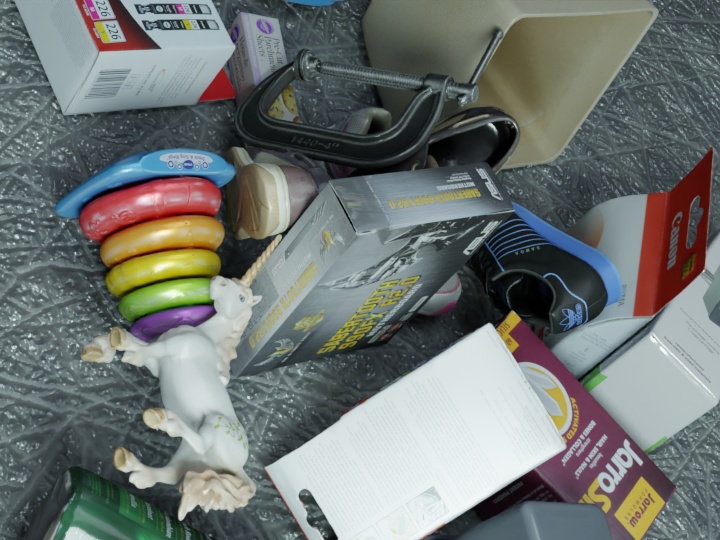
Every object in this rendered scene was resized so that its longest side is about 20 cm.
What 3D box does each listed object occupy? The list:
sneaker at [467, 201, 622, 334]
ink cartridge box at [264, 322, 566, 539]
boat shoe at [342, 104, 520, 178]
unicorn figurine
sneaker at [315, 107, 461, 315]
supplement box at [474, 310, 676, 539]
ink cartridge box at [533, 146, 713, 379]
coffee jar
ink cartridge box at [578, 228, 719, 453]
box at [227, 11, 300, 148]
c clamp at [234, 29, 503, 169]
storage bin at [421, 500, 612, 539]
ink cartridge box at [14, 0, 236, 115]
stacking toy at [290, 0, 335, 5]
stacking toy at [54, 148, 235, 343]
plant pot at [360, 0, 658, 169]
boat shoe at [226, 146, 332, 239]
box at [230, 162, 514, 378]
[{"bbox_3d":[0.127,-0.005,1.231,0.078,0.070,0.200,-28,33,-28],"label":"sneaker"},{"bbox_3d":[0.041,0.137,1.078,0.199,0.050,0.109,-32,87,-1],"label":"ink cartridge box"},{"bbox_3d":[0.045,-0.073,1.160,0.200,0.073,0.075,-40,99,-13],"label":"boat shoe"},{"bbox_3d":[-0.115,0.072,0.976,0.137,0.074,0.201,10,67,-48],"label":"unicorn figurine"},{"bbox_3d":[0.027,-0.054,1.229,0.081,0.088,0.201,-22,74,-43],"label":"sneaker"},{"bbox_3d":[0.143,0.149,1.167,0.200,0.086,0.110,47,45,2],"label":"supplement box"},{"bbox_3d":[0.225,-0.008,1.257,0.050,0.200,0.163,28,45,-11],"label":"ink cartridge box"},{"bbox_3d":[-0.118,0.210,0.921,0.199,0.105,0.085,26,3,-18],"label":"coffee jar"},{"bbox_3d":[0.277,0.068,1.280,0.084,0.146,0.200,45,44,2],"label":"ink cartridge box"},{"bbox_3d":[-0.079,-0.132,1.244,0.041,0.039,0.201,8,55,-31],"label":"box"},{"bbox_3d":[0.001,-0.144,1.194,0.199,0.027,0.171,8,51,21],"label":"c clamp"},{"bbox_3d":[0.118,0.261,1.030,0.145,0.134,0.201,9,53,-35],"label":"storage bin"},{"bbox_3d":[-0.194,-0.239,1.207,0.175,0.084,0.201,-10,65,-40],"label":"ink cartridge box"},{"bbox_3d":[-0.059,-0.356,1.380,0.115,0.110,0.201,7,43,-19],"label":"stacking toy"},{"bbox_3d":[-0.141,0.019,1.063,0.116,0.109,0.201,-2,75,-43],"label":"stacking toy"},{"bbox_3d":[0.119,-0.225,1.358,0.199,0.200,0.177,-10,55,-40],"label":"plant pot"},{"bbox_3d":[-0.064,-0.060,1.108,0.064,0.200,0.072,-3,96,-13],"label":"boat shoe"},{"bbox_3d":[0.000,0.000,1.091,0.158,0.200,0.049,-10,63,-41],"label":"box"}]
